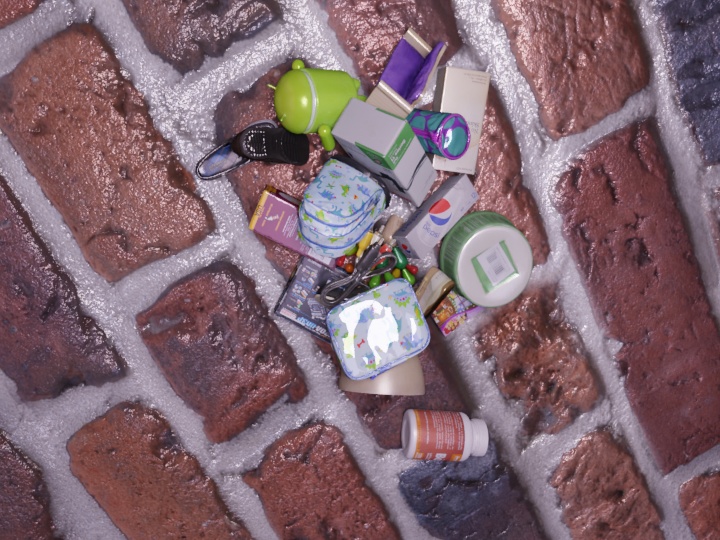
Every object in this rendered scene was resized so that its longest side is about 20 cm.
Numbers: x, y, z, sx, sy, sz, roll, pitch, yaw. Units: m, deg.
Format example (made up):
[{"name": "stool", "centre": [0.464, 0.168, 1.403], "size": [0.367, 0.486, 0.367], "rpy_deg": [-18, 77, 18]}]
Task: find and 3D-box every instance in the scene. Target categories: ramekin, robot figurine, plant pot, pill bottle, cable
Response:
[{"name": "ramekin", "centre": [0.276, -0.020, 1.182], "size": [0.192, 0.098, 0.208], "rpy_deg": [-1, 104, -6]}, {"name": "robot figurine", "centre": [-0.083, -0.330, 1.065], "size": [0.195, 0.116, 0.180], "rpy_deg": [-13, 72, -35]}, {"name": "plant pot", "centre": [0.049, 0.200, 1.219], "size": [0.193, 0.200, 0.140], "rpy_deg": [4, 81, -8]}, {"name": "pill bottle", "centre": [0.202, 0.399, 1.315], "size": [0.192, 0.112, 0.116], "rpy_deg": [5, 104, -8]}, {"name": "cable", "centre": [0.000, 0.000, 1.134], "size": [0.096, 0.051, 0.201], "rpy_deg": [36, 101, -22]}]

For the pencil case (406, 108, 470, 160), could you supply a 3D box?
[{"name": "pencil case", "centre": [0.126, -0.277, 1.084], "size": [0.090, 0.198, 0.088], "rpy_deg": [-10, 114, -32]}]

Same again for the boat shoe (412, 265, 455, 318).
[{"name": "boat shoe", "centre": [0.136, 0.064, 1.203], "size": [0.067, 0.073, 0.201], "rpy_deg": [51, 136, 16]}]

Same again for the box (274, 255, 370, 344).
[{"name": "box", "centre": [-0.075, 0.069, 1.229], "size": [0.196, 0.046, 0.162], "rpy_deg": [28, 99, -13]}]

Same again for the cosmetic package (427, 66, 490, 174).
[{"name": "cosmetic package", "centre": [0.203, -0.315, 1.153], "size": [0.100, 0.073, 0.208], "rpy_deg": [4, 103, -8]}]

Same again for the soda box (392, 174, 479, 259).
[{"name": "soda box", "centre": [0.163, -0.116, 1.168], "size": [0.200, 0.068, 0.064], "rpy_deg": [-45, 110, -14]}]

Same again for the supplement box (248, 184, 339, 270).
[{"name": "supplement box", "centre": [-0.128, -0.093, 1.147], "size": [0.195, 0.111, 0.088], "rpy_deg": [26, 101, -13]}]

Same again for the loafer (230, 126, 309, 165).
[{"name": "loafer", "centre": [-0.178, -0.252, 1.087], "size": [0.070, 0.197, 0.076], "rpy_deg": [8, 97, 36]}]

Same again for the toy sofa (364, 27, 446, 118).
[{"name": "toy sofa", "centre": [0.089, -0.384, 1.054], "size": [0.082, 0.097, 0.204], "rpy_deg": [34, 54, -14]}]

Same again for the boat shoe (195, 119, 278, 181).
[{"name": "boat shoe", "centre": [-0.254, -0.244, 1.115], "size": [0.195, 0.066, 0.072], "rpy_deg": [-26, 107, 0]}]

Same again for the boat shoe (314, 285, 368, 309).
[{"name": "boat shoe", "centre": [-0.002, 0.068, 1.185], "size": [0.194, 0.074, 0.065], "rpy_deg": [14, 71, -3]}]

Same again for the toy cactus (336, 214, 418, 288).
[{"name": "toy cactus", "centre": [0.053, -0.039, 1.195], "size": [0.195, 0.102, 0.170], "rpy_deg": [23, 86, -14]}]

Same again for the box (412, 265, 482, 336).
[{"name": "box", "centre": [0.237, 0.037, 1.264], "size": [0.198, 0.039, 0.138], "rpy_deg": [-36, 105, 3]}]

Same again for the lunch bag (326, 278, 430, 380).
[{"name": "lunch bag", "centre": [0.034, 0.122, 1.103], "size": [0.195, 0.082, 0.165], "rpy_deg": [-23, 85, -9]}]

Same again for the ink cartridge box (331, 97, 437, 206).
[{"name": "ink cartridge box", "centre": [0.052, -0.226, 1.066], "size": [0.084, 0.145, 0.200], "rpy_deg": [-56, 147, -4]}]

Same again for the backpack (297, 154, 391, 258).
[{"name": "backpack", "centre": [-0.043, -0.122, 1.046], "size": [0.160, 0.155, 0.202], "rpy_deg": [32, 67, 7]}]
